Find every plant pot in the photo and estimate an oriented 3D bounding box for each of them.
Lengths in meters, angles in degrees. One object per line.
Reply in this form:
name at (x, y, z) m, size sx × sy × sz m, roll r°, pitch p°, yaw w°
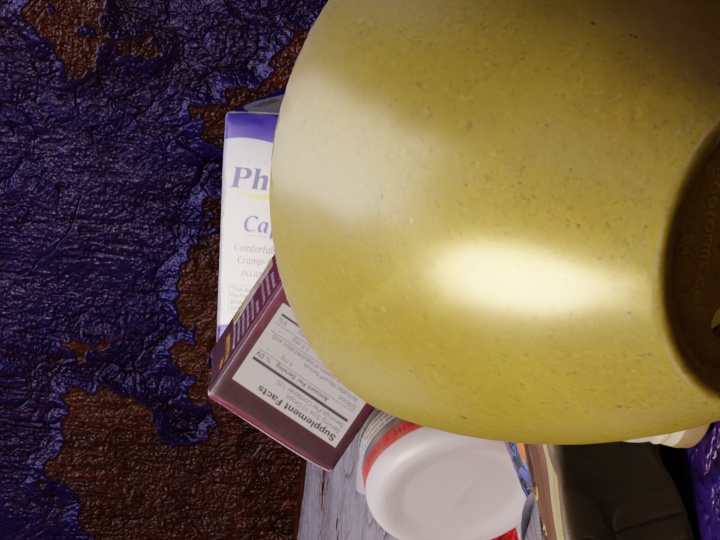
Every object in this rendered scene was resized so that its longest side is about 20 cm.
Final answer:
plant pot at (0.088, -0.022, 0.531) m, size 0.142 × 0.198 × 0.203 m, roll 23°, pitch 110°, yaw 54°

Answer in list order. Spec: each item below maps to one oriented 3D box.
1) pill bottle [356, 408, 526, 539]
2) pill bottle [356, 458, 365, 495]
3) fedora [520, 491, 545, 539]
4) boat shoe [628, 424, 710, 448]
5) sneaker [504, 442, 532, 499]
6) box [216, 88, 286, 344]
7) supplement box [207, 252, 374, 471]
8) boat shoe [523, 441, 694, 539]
pill bottle at (0.047, 0.064, 0.997) m, size 0.201 × 0.114 × 0.117 m, roll -101°, pitch 16°, yaw -44°
pill bottle at (0.047, 0.067, 1.154) m, size 0.111 × 0.109 × 0.203 m, roll 169°, pitch 107°, yaw -84°
fedora at (0.055, 0.211, 0.761) m, size 0.178 × 0.089 × 0.202 m, roll -91°, pitch -8°, yaw -51°
boat shoe at (0.121, -0.026, 0.681) m, size 0.072 × 0.064 × 0.203 m, roll 125°, pitch 151°, yaw -79°
sneaker at (0.097, 0.052, 0.843) m, size 0.201 × 0.074 × 0.079 m, roll -87°, pitch 3°, yaw -46°
box at (-0.039, -0.033, 1.230) m, size 0.184 × 0.104 × 0.203 m, roll -51°, pitch -35°, yaw -75°
supplement box at (0.000, 0.000, 0.897) m, size 0.201 × 0.085 × 0.110 m, roll -56°, pitch 9°, yaw 5°
boat shoe at (0.104, 0.079, 0.719) m, size 0.068 × 0.071 × 0.202 m, roll 106°, pitch 167°, yaw -51°
